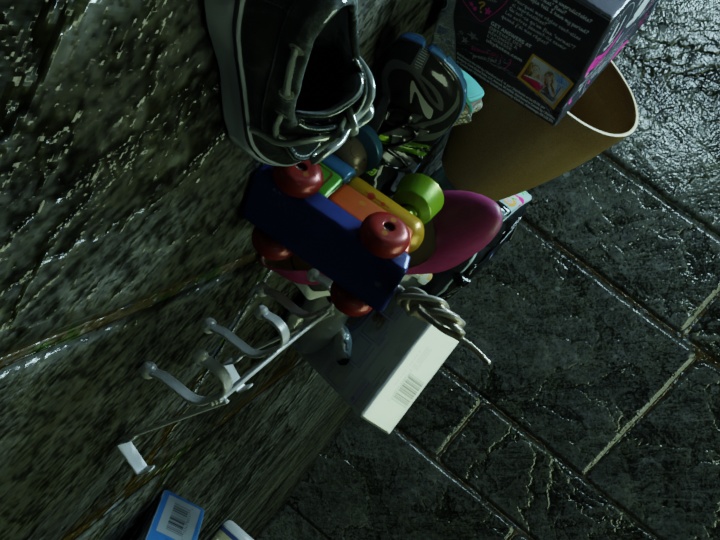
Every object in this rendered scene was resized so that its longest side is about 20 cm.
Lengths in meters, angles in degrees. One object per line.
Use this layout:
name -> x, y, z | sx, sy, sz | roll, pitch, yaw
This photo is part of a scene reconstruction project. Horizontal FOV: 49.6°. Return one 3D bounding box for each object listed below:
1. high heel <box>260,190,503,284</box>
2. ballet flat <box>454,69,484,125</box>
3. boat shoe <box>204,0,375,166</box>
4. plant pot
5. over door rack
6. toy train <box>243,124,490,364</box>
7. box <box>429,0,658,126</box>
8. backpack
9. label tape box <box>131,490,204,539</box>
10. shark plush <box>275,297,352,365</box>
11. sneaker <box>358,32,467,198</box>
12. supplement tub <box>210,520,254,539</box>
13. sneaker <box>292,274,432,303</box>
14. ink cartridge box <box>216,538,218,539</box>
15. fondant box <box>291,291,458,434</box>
high heel -> 0.014, -0.021, 0.639 | 0.200, 0.068, 0.096 | -17, 175, 38
ballet flat -> 0.069, -0.150, 0.716 | 0.075, 0.068, 0.200 | -45, 177, 18
boat shoe -> -0.027, -0.096, 0.411 | 0.074, 0.068, 0.199 | -49, 171, -17
plant pot -> 0.192, -0.172, 0.936 | 0.186, 0.186, 0.200 | -42, 177, -47
over door rack -> -0.120, 0.079, 0.651 | 0.148, 0.067, 0.200 | -37, 176, -45
toy train -> 0.027, -0.025, 0.556 | 0.116, 0.200, 0.085 | -50, 172, -41
box -> 0.169, -0.241, 0.632 | 0.200, 0.132, 0.115 | -47, 166, -31
backpack -> 0.136, -0.064, 1.084 | 0.200, 0.151, 0.178 | -35, 170, -34
label tape box -> -0.274, 0.392, 0.945 | 0.200, 0.063, 0.144 | -55, -168, 19
shark plush -> -0.040, 0.014, 0.911 | 0.083, 0.090, 0.201 | -84, -174, -70
sneaker -> 0.025, -0.105, 0.628 | 0.083, 0.071, 0.200 | -54, 176, -33
supplement tub -> -0.317, 0.696, 1.789 | 0.200, 0.144, 0.144 | -49, 171, -20
sneaker -> 0.000, 0.000, 0.835 | 0.088, 0.076, 0.200 | -53, 147, 16
ink cartridge box -> -0.370, 0.632, 1.609 | 0.200, 0.050, 0.161 | -53, 172, -22
fondant box -> 0.012, 0.083, 0.950 | 0.058, 0.200, 0.144 | 39, 88, -37
